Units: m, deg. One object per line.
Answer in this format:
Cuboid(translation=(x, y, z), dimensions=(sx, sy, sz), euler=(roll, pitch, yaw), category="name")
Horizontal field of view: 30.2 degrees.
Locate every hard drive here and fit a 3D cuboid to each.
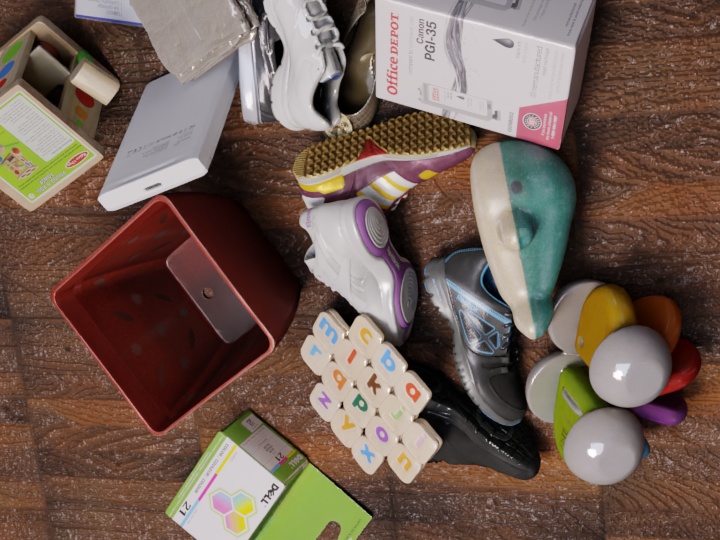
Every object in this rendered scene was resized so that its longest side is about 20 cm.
Cuboid(translation=(-0.199, -0.155, 1.431), dimensions=(0.131, 0.201, 0.027), euler=(-19, 128, 26), category="hard drive")

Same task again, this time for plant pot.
Cuboid(translation=(-0.183, 0.027, 1.486), dimensions=(0.200, 0.176, 0.200), euler=(-37, 91, 27), category="plant pot")

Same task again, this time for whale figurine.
Cuboid(translation=(0.174, -0.034, 1.340), dimensions=(0.103, 0.159, 0.201), euler=(-13, 85, 6), category="whale figurine")

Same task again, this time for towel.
Cuboid(translation=(-0.193, -0.309, 1.405), dimensions=(0.132, 0.034, 0.201), euler=(-25, 93, 39), category="towel")

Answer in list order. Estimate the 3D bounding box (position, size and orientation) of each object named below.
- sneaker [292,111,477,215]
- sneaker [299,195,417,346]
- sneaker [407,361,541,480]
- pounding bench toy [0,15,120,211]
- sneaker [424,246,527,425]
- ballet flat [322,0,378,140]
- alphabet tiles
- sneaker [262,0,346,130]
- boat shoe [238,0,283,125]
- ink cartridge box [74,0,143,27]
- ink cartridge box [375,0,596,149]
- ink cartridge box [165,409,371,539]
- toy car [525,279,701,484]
Cuboid(translation=(0.033, -0.105, 1.424), dimensions=(0.199, 0.075, 0.090), euler=(-10, 133, 14), category="sneaker")
Cuboid(translation=(0.000, 0.000, 1.442), dimensions=(0.099, 0.075, 0.201), euler=(-2, 130, 28), category="sneaker")
Cuboid(translation=(0.108, 0.181, 1.480), dimensions=(0.199, 0.076, 0.091), euler=(30, 122, 22), category="sneaker")
Cuboid(translation=(-0.335, -0.199, 1.484), dimensions=(0.200, 0.156, 0.124), euler=(-31, 125, 27), category="pounding bench toy")
Cuboid(translation=(0.139, 0.070, 1.424), dimensions=(0.082, 0.073, 0.201), euler=(-21, 98, 26), category="sneaker")
Cuboid(translation=(0.000, -0.220, 1.407), dimensions=(0.067, 0.046, 0.201), euler=(28, 115, 13), category="ballet flat")
Cuboid(translation=(0.009, 0.139, 1.482), dimensions=(0.200, 0.015, 0.196), euler=(50, 144, 17), category="alphabet tiles")
Cuboid(translation=(-0.048, -0.239, 1.380), dimensions=(0.087, 0.074, 0.201), euler=(23, 126, 49), category="sneaker")
Cuboid(translation=(-0.097, -0.256, 1.429), dimensions=(0.066, 0.070, 0.201), euler=(0, 104, 4), category="boat shoe")
Cuboid(translation=(-0.219, -0.367, 1.456), dimensions=(0.197, 0.047, 0.201), euler=(11, 112, 18), category="ink cartridge box")
Cuboid(translation=(0.117, -0.217, 1.301), dimensions=(0.199, 0.083, 0.147), euler=(17, 146, 13), category="ink cartridge box")
Cuboid(translation=(-0.109, 0.289, 1.592), dimensions=(0.200, 0.076, 0.148), euler=(38, 116, 9), category="ink cartridge box")
Cuboid(translation=(0.267, 0.113, 1.356), dimensions=(0.149, 0.175, 0.201), euler=(6, 112, -18), category="toy car")
